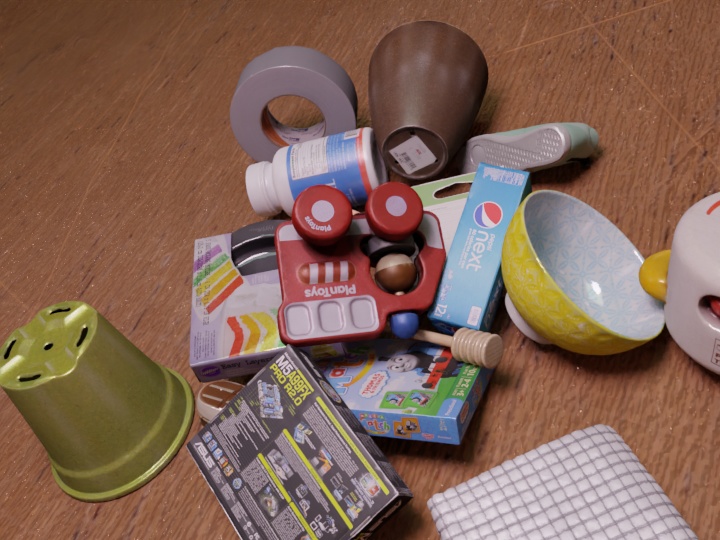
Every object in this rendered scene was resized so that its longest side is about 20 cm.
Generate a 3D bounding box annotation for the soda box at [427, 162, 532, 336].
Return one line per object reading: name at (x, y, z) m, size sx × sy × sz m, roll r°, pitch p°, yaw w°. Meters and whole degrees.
soda box at (0.144, -0.021, 0.916) m, size 0.064 × 0.068 × 0.201 m, roll 16°, pitch 75°, yaw 21°

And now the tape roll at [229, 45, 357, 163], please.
tape roll at (-0.104, -0.252, 1.239) m, size 0.199 × 0.201 × 0.066 m, roll -11°, pitch 41°, yaw 14°

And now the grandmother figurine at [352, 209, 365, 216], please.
grandmother figurine at (0.003, -0.060, 1.044) m, size 0.121 × 0.061 × 0.200 m, roll 3°, pitch 1°, yaw -39°

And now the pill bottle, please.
pill bottle at (-0.065, -0.140, 1.173) m, size 0.199 × 0.112 × 0.113 m, roll -11°, pitch 43°, yaw 15°

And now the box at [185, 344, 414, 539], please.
box at (-0.067, 0.202, 0.790) m, size 0.160 × 0.044 × 0.200 m, roll -44°, pitch 61°, yaw 5°

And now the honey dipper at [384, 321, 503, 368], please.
honey dipper at (0.073, 0.073, 0.890) m, size 0.199 × 0.038 × 0.038 m, roll 11°, pitch 51°, yaw 46°

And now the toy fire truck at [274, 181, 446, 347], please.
toy fire truck at (0.000, 0.000, 0.875) m, size 0.199 × 0.112 × 0.169 m, roll -4°, pitch 71°, yaw -13°

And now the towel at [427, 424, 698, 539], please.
towel at (0.179, 0.248, 0.682) m, size 0.199 × 0.086 × 0.166 m, roll -24°, pitch 43°, yaw -3°

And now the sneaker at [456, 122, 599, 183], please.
sneaker at (0.239, -0.165, 1.108) m, size 0.118 × 0.074 × 0.200 m, roll -11°, pitch 5°, yaw -41°

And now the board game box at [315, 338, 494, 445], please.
board game box at (0.035, 0.128, 0.869) m, size 0.199 × 0.037 × 0.151 m, roll -1°, pitch 25°, yaw 25°

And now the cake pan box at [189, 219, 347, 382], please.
cake pan box at (-0.114, 0.028, 0.957) m, size 0.183 × 0.052 × 0.201 m, roll -9°, pitch 53°, yaw 5°

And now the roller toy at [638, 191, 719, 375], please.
roller toy at (0.400, 0.018, 0.773) m, size 0.199 × 0.140 × 0.183 m, roll -10°, pitch 39°, yaw 0°

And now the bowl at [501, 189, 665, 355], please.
bowl at (0.223, 0.020, 0.859) m, size 0.108 × 0.199 × 0.201 m, roll -49°, pitch 25°, yaw 38°

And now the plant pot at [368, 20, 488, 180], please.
plant pot at (0.089, -0.230, 1.136) m, size 0.186 × 0.187 × 0.201 m, roll -6°, pitch 44°, yaw 19°

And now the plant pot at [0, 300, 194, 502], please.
plant pot at (-0.332, 0.144, 0.944) m, size 0.199 × 0.185 × 0.201 m, roll -12°, pitch 42°, yaw 12°

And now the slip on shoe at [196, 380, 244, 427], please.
slip on shoe at (-0.096, 0.186, 0.892) m, size 0.199 × 0.061 × 0.076 m, roll 13°, pitch 28°, yaw 12°

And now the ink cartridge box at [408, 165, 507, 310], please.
ink cartridge box at (0.135, -0.044, 1.028) m, size 0.145 × 0.048 × 0.201 m, roll -12°, pitch 43°, yaw 14°
